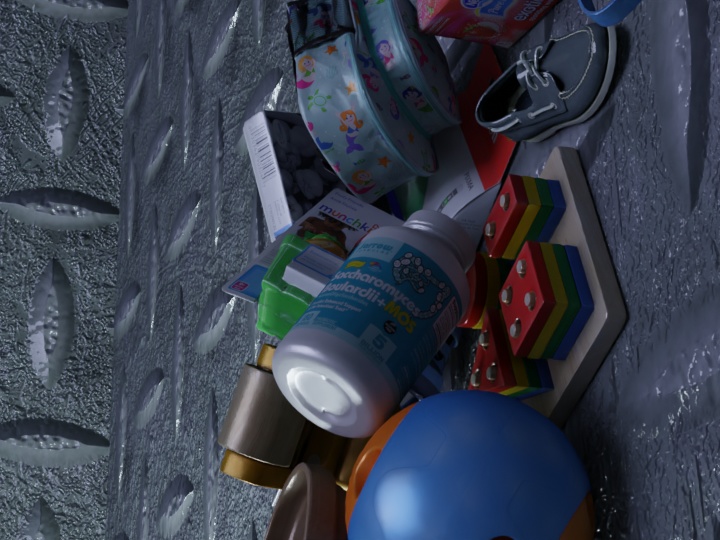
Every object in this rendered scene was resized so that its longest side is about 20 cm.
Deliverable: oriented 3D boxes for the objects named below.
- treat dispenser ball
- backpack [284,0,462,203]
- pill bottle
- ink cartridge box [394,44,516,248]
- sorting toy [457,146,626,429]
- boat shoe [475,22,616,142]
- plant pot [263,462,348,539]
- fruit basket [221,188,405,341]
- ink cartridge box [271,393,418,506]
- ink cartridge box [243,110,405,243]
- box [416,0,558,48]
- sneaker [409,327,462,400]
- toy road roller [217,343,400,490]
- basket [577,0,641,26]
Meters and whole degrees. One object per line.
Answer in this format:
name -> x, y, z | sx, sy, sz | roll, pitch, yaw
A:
treat dispenser ball -> 0.088, 0.196, 1.408 | 0.201, 0.201, 0.201 | -174, 90, -72
backpack -> 0.012, -0.174, 1.716 | 0.150, 0.178, 0.200 | -19, 46, 20
pill bottle -> 0.020, 0.038, 1.490 | 0.200, 0.111, 0.111 | -52, -1, -33
ink cartridge box -> 0.094, -0.111, 1.746 | 0.161, 0.050, 0.200 | -106, 26, -49
sorting toy -> 0.139, 0.027, 1.518 | 0.199, 0.069, 0.200 | 113, 155, -43
boat shoe -> 0.161, -0.162, 1.527 | 0.200, 0.062, 0.073 | 142, 132, -66
plant pot -> -0.032, 0.274, 1.508 | 0.201, 0.093, 0.201 | -164, 90, -79
fruit basket -> 0.000, 0.000, 1.641 | 0.200, 0.185, 0.094 | -46, -27, -38
ink cartridge box -> -0.012, 0.186, 1.851 | 0.067, 0.116, 0.200 | 40, 137, 16
ink cartridge box -> -0.013, -0.062, 1.792 | 0.043, 0.200, 0.198 | -30, 69, 42
box -> 0.130, -0.288, 1.605 | 0.200, 0.100, 0.096 | 141, 133, -65
sneaker -> 0.057, 0.068, 1.715 | 0.082, 0.074, 0.200 | -43, 15, 6
toy road roller -> -0.022, 0.153, 1.626 | 0.146, 0.200, 0.123 | 18, 88, 31
basket -> 0.216, -0.281, 1.234 | 0.200, 0.139, 0.176 | -39, 38, 22
